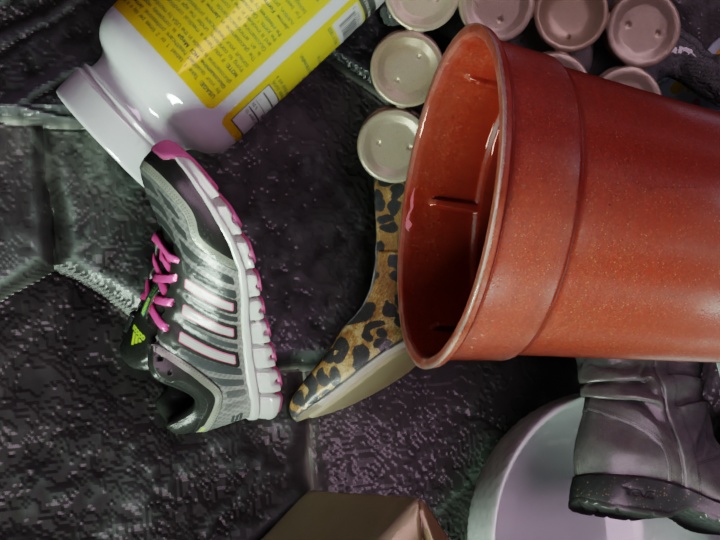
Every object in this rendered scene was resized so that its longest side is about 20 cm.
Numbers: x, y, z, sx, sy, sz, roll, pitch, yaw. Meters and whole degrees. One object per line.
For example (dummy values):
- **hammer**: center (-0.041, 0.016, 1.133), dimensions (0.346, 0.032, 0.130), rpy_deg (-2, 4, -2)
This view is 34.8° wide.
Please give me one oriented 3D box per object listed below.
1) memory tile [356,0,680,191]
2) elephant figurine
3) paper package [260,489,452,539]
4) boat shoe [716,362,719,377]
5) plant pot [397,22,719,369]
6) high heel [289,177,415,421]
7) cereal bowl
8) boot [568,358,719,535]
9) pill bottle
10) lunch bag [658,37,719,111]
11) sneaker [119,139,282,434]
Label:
- **memory tile**: center (0.104, -0.124, 0.763), dimensions (0.198, 0.017, 0.155), rpy_deg (9, 104, -3)
- **elephant figurine**: center (0.144, -0.158, 0.815), dimensions (0.141, 0.155, 0.201), rpy_deg (-28, 86, -33)
- **paper package**: center (-0.028, 0.225, 0.652), dimensions (0.104, 0.200, 0.191), rpy_deg (46, 70, -7)
- **boat shoe**: center (0.262, -0.005, 0.741), dimensions (0.060, 0.075, 0.202), rpy_deg (-13, 96, -55)
- **plant pot**: center (0.141, -0.029, 0.691), dimensions (0.193, 0.201, 0.203), rpy_deg (8, 79, -12)
- **high heel**: center (0.000, 0.000, 0.797), dimensions (0.200, 0.071, 0.143), rpy_deg (-39, 72, -8)
- **cereal bowl**: center (0.157, 0.187, 0.810), dimensions (0.198, 0.083, 0.202), rpy_deg (4, 80, -24)
- **boot**: center (0.229, 0.106, 0.776), dimensions (0.198, 0.070, 0.133), rpy_deg (15, 70, -25)
- **pill bottle**: center (-0.088, -0.148, 0.716), dimensions (0.200, 0.112, 0.113), rpy_deg (-43, 100, -2)
- **lunch bag**: center (0.292, -0.081, 0.846), dimensions (0.126, 0.200, 0.171), rpy_deg (10, 79, -22)
- **sneaker**: center (-0.108, 0.022, 0.696), dimensions (0.087, 0.074, 0.201), rpy_deg (-23, 124, -18)
